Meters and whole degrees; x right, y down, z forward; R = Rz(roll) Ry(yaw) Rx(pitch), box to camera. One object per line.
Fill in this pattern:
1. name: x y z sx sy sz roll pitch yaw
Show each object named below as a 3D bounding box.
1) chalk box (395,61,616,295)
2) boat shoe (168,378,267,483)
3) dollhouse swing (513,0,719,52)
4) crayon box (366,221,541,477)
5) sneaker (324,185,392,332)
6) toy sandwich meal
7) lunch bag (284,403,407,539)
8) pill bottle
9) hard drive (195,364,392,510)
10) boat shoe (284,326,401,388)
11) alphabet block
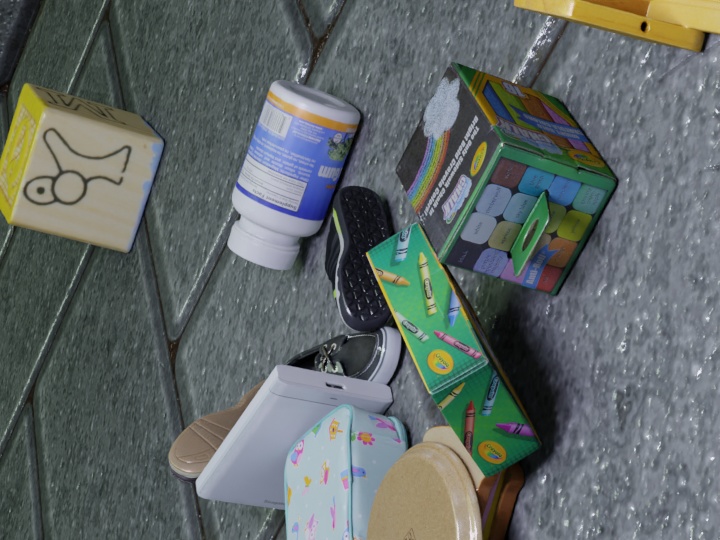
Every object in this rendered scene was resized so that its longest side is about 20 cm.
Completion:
1. chalk box: 0.130 -0.069 1.496 0.125 0.123 0.200 -62 28 25
2. boat shoe: -0.135 0.186 1.892 0.072 0.200 0.065 29 129 22
3. dollhouse swing: 0.238 -0.280 1.331 0.176 0.180 0.202 -138 61 -73
4. crayon box: 0.078 0.065 1.474 0.058 0.119 0.201 -30 40 5
5. sneaker: 0.000 0.000 1.822 0.083 0.071 0.201 111 164 -44
6. toy sandwich meal: 0.073 0.238 1.520 0.205 0.070 0.207 -23 64 59
7. lunch bag: -0.016 0.241 1.690 0.160 0.077 0.201 -48 36 48
8. pill bottle: -0.083 -0.108 1.990 0.201 0.111 0.112 -70 25 14
9. hard drive: -0.070 0.177 1.775 0.200 0.131 0.027 -54 35 38
10. boat shoe: -0.023 0.102 1.808 0.200 0.056 0.069 -31 49 58
11. alphabet block: -0.444 -0.161 2.693 0.196 0.199 0.197 39 111 64
